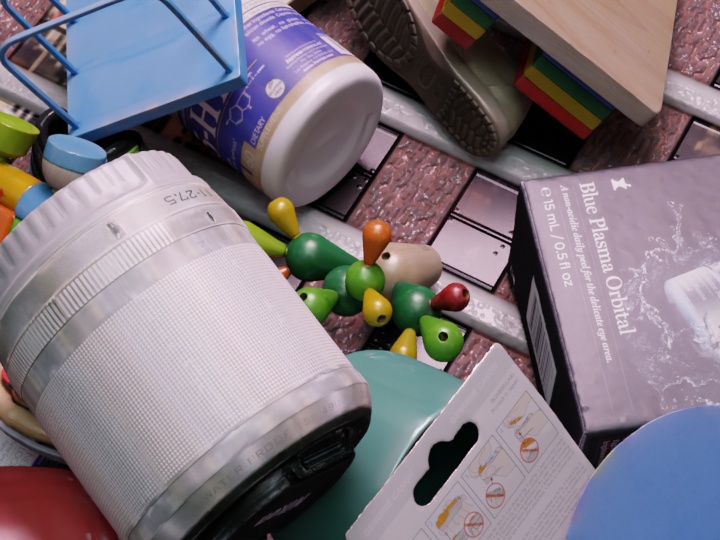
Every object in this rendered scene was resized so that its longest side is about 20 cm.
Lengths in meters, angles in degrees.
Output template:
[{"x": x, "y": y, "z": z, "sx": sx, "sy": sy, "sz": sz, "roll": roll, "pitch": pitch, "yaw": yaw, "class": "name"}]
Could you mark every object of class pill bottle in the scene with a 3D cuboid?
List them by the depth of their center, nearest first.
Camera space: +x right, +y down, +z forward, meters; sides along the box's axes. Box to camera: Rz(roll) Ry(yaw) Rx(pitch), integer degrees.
[{"x": -0.091, "y": -0.150, "z": 1.283, "sx": 0.200, "sy": 0.120, "sz": 0.120, "roll": 39, "pitch": 66, "yaw": 23, "class": "pill bottle"}]

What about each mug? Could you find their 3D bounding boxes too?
[{"x": 0.017, "y": 0.134, "z": 1.103, "sx": 0.114, "sy": 0.185, "sz": 0.153, "roll": 22, "pitch": 78, "yaw": 34, "class": "mug"}]

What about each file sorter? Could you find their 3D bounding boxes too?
[{"x": -0.171, "y": -0.219, "z": 1.203, "sx": 0.137, "sy": 0.123, "sz": 0.202, "roll": -17, "pitch": 59, "yaw": 18, "class": "file sorter"}]

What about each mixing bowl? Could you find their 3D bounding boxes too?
[{"x": -0.181, "y": 0.194, "z": 1.021, "sx": 0.107, "sy": 0.201, "sz": 0.201, "roll": -22, "pitch": 60, "yaw": -8, "class": "mixing bowl"}]

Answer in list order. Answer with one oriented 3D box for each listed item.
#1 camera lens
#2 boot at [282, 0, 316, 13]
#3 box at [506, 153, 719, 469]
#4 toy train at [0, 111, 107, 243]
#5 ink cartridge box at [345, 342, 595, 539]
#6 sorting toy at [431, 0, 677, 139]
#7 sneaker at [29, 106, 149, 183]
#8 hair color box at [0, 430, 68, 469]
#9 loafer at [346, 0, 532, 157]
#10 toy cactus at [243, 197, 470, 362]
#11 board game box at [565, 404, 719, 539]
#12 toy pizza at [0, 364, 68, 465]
[{"x": -0.103, "y": 0.055, "z": 0.969, "sx": 0.159, "sy": 0.160, "sz": 0.201, "roll": -34, "pitch": 76, "yaw": -19, "class": "camera lens"}, {"x": -0.067, "y": -0.292, "z": 1.387, "sx": 0.199, "sy": 0.072, "sz": 0.167, "roll": -36, "pitch": 75, "yaw": -11, "class": "boot"}, {"x": 0.216, "y": 0.036, "z": 1.169, "sx": 0.198, "sy": 0.118, "sz": 0.198, "roll": -8, "pitch": 58, "yaw": -6, "class": "box"}, {"x": -0.264, "y": -0.061, "z": 1.221, "sx": 0.199, "sy": 0.084, "sz": 0.117, "roll": 28, "pitch": 103, "yaw": 31, "class": "toy train"}, {"x": 0.082, "y": 0.171, "z": 1.057, "sx": 0.162, "sy": 0.050, "sz": 0.200, "roll": -49, "pitch": 112, "yaw": -25, "class": "ink cartridge box"}, {"x": 0.139, "y": -0.212, "z": 1.305, "sx": 0.199, "sy": 0.070, "sz": 0.200, "roll": 35, "pitch": 40, "yaw": -14, "class": "sorting toy"}, {"x": -0.165, "y": -0.050, "z": 1.243, "sx": 0.199, "sy": 0.083, "sz": 0.071, "roll": 35, "pitch": 62, "yaw": 19, "class": "sneaker"}, {"x": -0.278, "y": 0.071, "z": 1.183, "sx": 0.198, "sy": 0.065, "sz": 0.110, "roll": 26, "pitch": 61, "yaw": 14, "class": "hair color box"}, {"x": 0.060, "y": -0.178, "z": 1.322, "sx": 0.068, "sy": 0.076, "sz": 0.201, "roll": -30, "pitch": 81, "yaw": -34, "class": "loafer"}, {"x": 0.000, "y": 0.000, "z": 1.180, "sx": 0.198, "sy": 0.103, "sz": 0.164, "roll": 14, "pitch": 16, "yaw": 31, "class": "toy cactus"}, {"x": 0.207, "y": 0.184, "z": 1.083, "sx": 0.157, "sy": 0.039, "sz": 0.202, "roll": -23, "pitch": 98, "yaw": -15, "class": "board game box"}, {"x": -0.148, "y": 0.064, "z": 1.106, "sx": 0.198, "sy": 0.032, "sz": 0.201, "roll": 9, "pitch": 27, "yaw": -4, "class": "toy pizza"}]
